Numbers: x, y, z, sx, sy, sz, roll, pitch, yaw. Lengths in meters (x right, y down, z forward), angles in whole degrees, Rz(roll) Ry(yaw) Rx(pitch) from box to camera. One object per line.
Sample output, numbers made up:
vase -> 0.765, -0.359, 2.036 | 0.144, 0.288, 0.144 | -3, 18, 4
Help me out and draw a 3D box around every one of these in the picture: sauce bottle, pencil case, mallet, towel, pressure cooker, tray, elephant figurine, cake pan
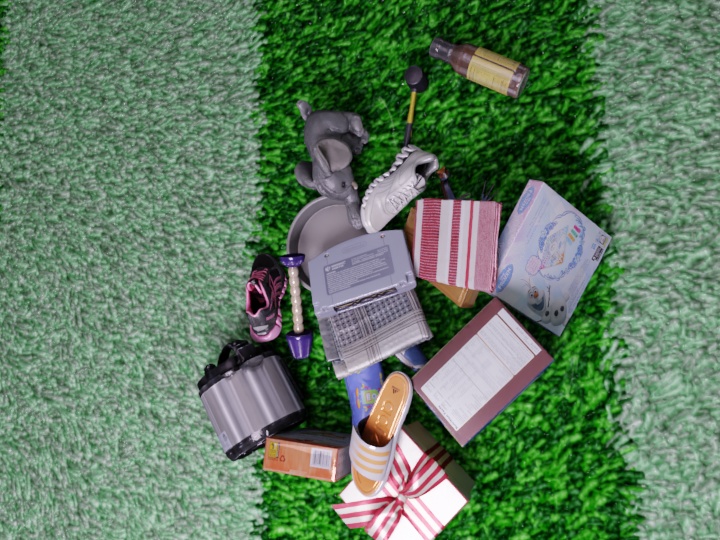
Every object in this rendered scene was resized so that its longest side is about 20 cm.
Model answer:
sauce bottle -> 0.227, -0.399, 1.240 | 0.198, 0.065, 0.066 | 31, 91, 17
pencil case -> 0.007, 0.214, 1.210 | 0.085, 0.078, 0.205 | -8, 79, -16
mallet -> 0.102, -0.299, 1.281 | 0.040, 0.066, 0.205 | 9, 100, 17
towel -> 0.160, -0.048, 1.099 | 0.198, 0.022, 0.148 | 12, 100, 54
towel -> 0.012, 0.080, 1.182 | 0.197, 0.035, 0.195 | -26, 59, 8
pressure cooker -> -0.212, 0.233, 1.218 | 0.174, 0.178, 0.202 | -33, 76, 12
tray -> 0.145, -0.028, 1.163 | 0.200, 0.036, 0.100 | 42, 121, 46
elephant figurine -> -0.056, -0.202, 1.227 | 0.152, 0.142, 0.204 | 5, 59, 14
cake pan -> -0.051, -0.049, 1.284 | 0.196, 0.037, 0.205 | -2, 82, 16

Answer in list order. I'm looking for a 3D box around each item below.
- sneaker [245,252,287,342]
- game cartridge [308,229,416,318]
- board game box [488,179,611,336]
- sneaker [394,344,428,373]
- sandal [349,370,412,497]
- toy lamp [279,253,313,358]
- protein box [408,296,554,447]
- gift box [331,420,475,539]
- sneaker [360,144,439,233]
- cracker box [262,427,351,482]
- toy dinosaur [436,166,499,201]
sneaker -> -0.193, 0.034, 1.257 | 0.077, 0.096, 0.203 | -14, 50, 9
game cartridge -> 0.000, 0.000, 1.198 | 0.196, 0.041, 0.136 | -18, 58, 11
board game box -> 0.319, -0.018, 1.109 | 0.203, 0.197, 0.043 | -61, 30, -1
sneaker -> 0.074, 0.108, 1.204 | 0.077, 0.076, 0.201 | -38, 69, 4
sandal -> 0.020, 0.259, 1.031 | 0.078, 0.059, 0.211 | 21, 95, 40
toy lamp -> -0.124, 0.070, 1.257 | 0.057, 0.058, 0.205 | 0, 100, 15
protein box -> 0.212, 0.173, 1.096 | 0.200, 0.198, 0.135 | -44, 73, 6
gift box -> 0.070, 0.376, 1.115 | 0.199, 0.187, 0.186 | 39, 93, 16
sneaker -> 0.073, -0.153, 1.211 | 0.080, 0.075, 0.201 | 21, 70, 44
cracker box -> -0.075, 0.326, 1.155 | 0.131, 0.200, 0.059 | 4, 82, 15
toy dinosaur -> 0.172, -0.096, 1.205 | 0.200, 0.104, 0.183 | -44, 57, 15
